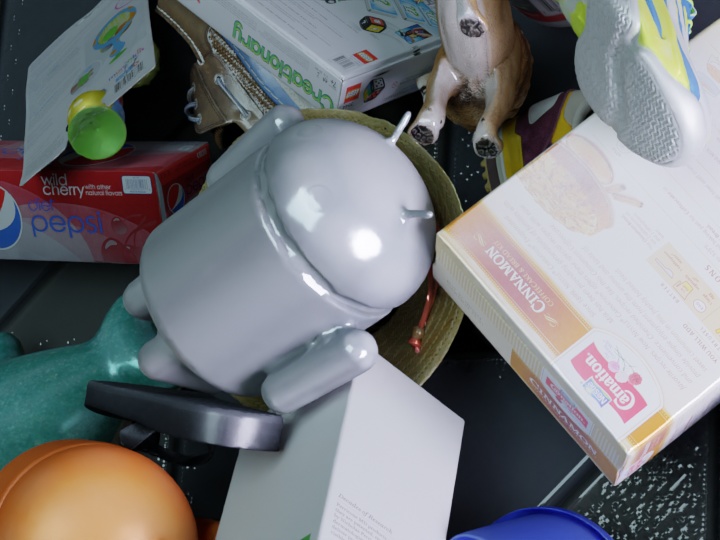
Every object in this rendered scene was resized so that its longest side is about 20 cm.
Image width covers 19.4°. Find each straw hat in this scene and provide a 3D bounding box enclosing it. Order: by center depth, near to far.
[{"bbox_3d":[0.000,0.000,1.240,0.201,0.085,0.201,1,91,34],"label":"straw hat"}]

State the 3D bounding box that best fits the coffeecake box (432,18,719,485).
[{"bbox_3d":[0.163,-0.011,1.112,0.200,0.073,0.154,-37,74,-11],"label":"coffeecake box"}]

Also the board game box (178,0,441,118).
[{"bbox_3d":[-0.032,-0.171,1.295,0.200,0.126,0.035,40,136,31],"label":"board game box"}]

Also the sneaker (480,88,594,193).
[{"bbox_3d":[0.131,-0.011,1.185,0.090,0.075,0.200,-25,66,26],"label":"sneaker"}]

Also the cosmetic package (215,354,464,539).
[{"bbox_3d":[-0.017,0.148,1.114,0.108,0.085,0.200,-39,24,32],"label":"cosmetic package"}]

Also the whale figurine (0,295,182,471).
[{"bbox_3d":[-0.204,0.094,1.315,0.200,0.104,0.159,-39,61,9],"label":"whale figurine"}]

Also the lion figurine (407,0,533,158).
[{"bbox_3d":[0.057,-0.144,1.161,0.072,0.200,0.123,8,47,12],"label":"lion figurine"}]

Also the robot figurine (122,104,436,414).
[{"bbox_3d":[-0.040,-0.008,1.147,0.200,0.113,0.170,-34,61,30],"label":"robot figurine"}]

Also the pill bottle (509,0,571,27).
[{"bbox_3d":[0.079,-0.237,1.193,0.114,0.200,0.114,-26,45,29],"label":"pill bottle"}]

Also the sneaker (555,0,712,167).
[{"bbox_3d":[0.152,-0.146,1.093,0.105,0.076,0.200,-16,64,-23],"label":"sneaker"}]

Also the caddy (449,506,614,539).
[{"bbox_3d":[0.103,0.221,1.118,0.141,0.105,0.200,-53,56,33],"label":"caddy"}]

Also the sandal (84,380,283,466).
[{"bbox_3d":[-0.108,0.090,1.193,0.200,0.076,0.043,-175,93,-68],"label":"sandal"}]

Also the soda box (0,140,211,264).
[{"bbox_3d":[-0.192,-0.046,1.359,0.200,0.070,0.063,2,111,28],"label":"soda box"}]

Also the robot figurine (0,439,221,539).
[{"bbox_3d":[-0.157,0.153,1.180,0.144,0.200,0.117,39,78,-10],"label":"robot figurine"}]

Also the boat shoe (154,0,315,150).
[{"bbox_3d":[-0.073,-0.110,1.324,0.072,0.072,0.200,-50,59,7],"label":"boat shoe"}]

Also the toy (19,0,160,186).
[{"bbox_3d":[-0.165,-0.121,1.361,0.115,0.047,0.200,-40,22,14],"label":"toy"}]
